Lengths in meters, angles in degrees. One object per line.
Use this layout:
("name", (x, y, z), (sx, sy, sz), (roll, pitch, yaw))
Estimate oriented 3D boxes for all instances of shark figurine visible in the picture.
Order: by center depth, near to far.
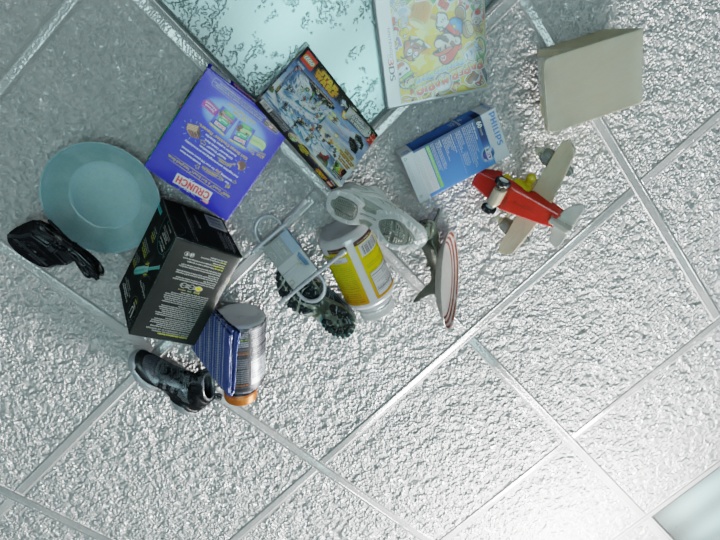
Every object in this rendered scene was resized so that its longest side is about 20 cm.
("shark figurine", (0.127, -0.043, 1.070), (0.088, 0.129, 0.216), (1, 136, 16))

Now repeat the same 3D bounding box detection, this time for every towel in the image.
("towel", (-0.287, 0.132, 0.996), (0.024, 0.199, 0.147), (-10, 120, -38))

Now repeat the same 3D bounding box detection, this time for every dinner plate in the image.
("dinner plate", (0.174, 0.019, 1.040), (0.024, 0.201, 0.203), (0, 118, 19))

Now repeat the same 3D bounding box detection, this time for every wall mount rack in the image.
("wall mount rack", (-0.121, -0.035, 0.970), (0.173, 0.075, 0.201), (-38, 92, 13))

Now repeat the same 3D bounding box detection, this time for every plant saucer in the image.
("plant saucer", (-0.459, -0.131, 0.919), (0.198, 0.039, 0.204), (-4, 114, -9))

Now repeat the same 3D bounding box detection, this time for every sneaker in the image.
("sneaker", (0.041, -0.113, 0.950), (0.198, 0.100, 0.078), (29, 131, 1))
("sneaker", (-0.373, 0.219, 1.059), (0.113, 0.076, 0.201), (-22, 125, 25))
("sneaker", (-0.091, 0.061, 1.062), (0.200, 0.086, 0.078), (41, 102, 0))

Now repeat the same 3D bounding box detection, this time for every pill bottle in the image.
("pill bottle", (0.000, 0.000, 1.030), (0.108, 0.110, 0.202), (-24, 116, 1))
("pill bottle", (-0.249, 0.179, 1.064), (0.104, 0.107, 0.203), (1, 114, -11))

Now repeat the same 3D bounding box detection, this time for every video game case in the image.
("video game case", (0.130, -0.402, 0.921), (0.197, 0.023, 0.185), (-13, 116, -5))

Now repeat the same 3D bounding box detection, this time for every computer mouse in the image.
("computer mouse", (-0.536, -0.047, 0.894), (0.198, 0.053, 0.139), (3, 141, 34))

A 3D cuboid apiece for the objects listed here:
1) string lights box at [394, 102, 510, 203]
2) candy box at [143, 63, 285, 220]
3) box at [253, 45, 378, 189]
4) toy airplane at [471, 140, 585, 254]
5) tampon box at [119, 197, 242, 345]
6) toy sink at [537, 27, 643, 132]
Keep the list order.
("string lights box", (0.177, -0.226, 0.990), (0.198, 0.059, 0.104), (-27, 117, 2))
("candy box", (-0.250, -0.220, 0.898), (0.168, 0.077, 0.201), (34, 103, -25))
("box", (-0.071, -0.263, 0.896), (0.200, 0.040, 0.138), (47, 63, -25))
("toy airplane", (0.342, -0.140, 1.016), (0.198, 0.142, 0.201), (-16, 116, 27))
("tampon box", (-0.329, 0.004, 0.928), (0.125, 0.150, 0.201), (19, 112, -40))
("toy sink", (0.399, -0.352, 0.948), (0.197, 0.112, 0.132), (-20, 117, -7))
